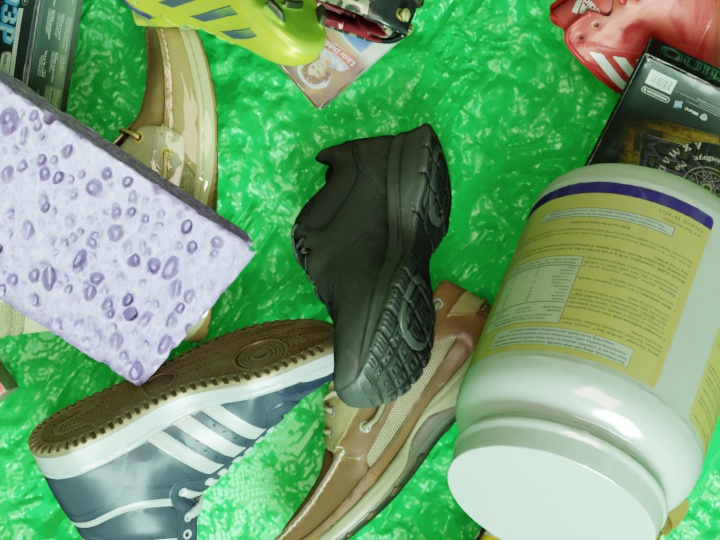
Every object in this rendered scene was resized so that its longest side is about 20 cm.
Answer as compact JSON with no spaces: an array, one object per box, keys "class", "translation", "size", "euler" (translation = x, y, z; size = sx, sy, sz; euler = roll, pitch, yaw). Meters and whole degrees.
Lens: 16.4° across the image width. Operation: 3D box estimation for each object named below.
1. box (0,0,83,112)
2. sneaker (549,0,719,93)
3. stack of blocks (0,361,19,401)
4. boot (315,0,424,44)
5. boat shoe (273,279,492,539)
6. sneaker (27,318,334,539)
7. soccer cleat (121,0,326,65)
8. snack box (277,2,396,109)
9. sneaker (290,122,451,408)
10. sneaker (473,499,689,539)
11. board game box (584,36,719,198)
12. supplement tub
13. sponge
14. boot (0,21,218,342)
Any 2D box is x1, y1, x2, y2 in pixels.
[{"class":"box","translation":[-0.240,-0.178,1.490],"size":[0.159,0.046,0.200],"euler":[5,84,28]},{"class":"sneaker","translation":[0.167,-0.181,1.468],"size":[0.115,0.078,0.200],"euler":[-15,126,-2]},{"class":"stack of blocks","translation":[-0.316,0.026,1.522],"size":[0.115,0.059,0.200],"euler":[-36,89,0]},{"class":"boot","translation":[0.058,-0.203,1.501],"size":[0.203,0.073,0.154],"euler":[17,77,7]},{"class":"boat shoe","translation":[0.013,0.091,1.518],"size":[0.074,0.076,0.200],"euler":[41,82,6]},{"class":"sneaker","translation":[-0.090,0.108,1.505],"size":[0.200,0.070,0.109],"euler":[-22,115,-7]},{"class":"soccer cleat","translation":[-0.096,-0.169,1.476],"size":[0.200,0.065,0.084],"euler":[41,116,28]},{"class":"snack box","translation":[-0.065,-0.197,1.539],"size":[0.072,0.024,0.200],"euler":[-42,89,-1]},{"class":"sneaker","translation":[0.000,0.000,1.487],"size":[0.091,0.076,0.200],"euler":[-3,48,16]},{"class":"sneaker","translation":[0.098,0.164,1.519],"size":[0.200,0.075,0.090],"euler":[-33,68,4]},{"class":"board game box","translation":[0.235,-0.040,1.501],"size":[0.200,0.028,0.135],"euler":[26,124,1]},{"class":"supplement tub","translation":[0.140,0.054,1.435],"size":[0.145,0.145,0.200],"euler":[24,59,1]},{"class":"sponge","translation":[-0.172,-0.026,1.441],"size":[0.200,0.030,0.112],"euler":[34,104,-25]},{"class":"boot","translation":[-0.167,-0.055,1.503],"size":[0.155,0.073,0.200],"euler":[0,96,-13]}]
